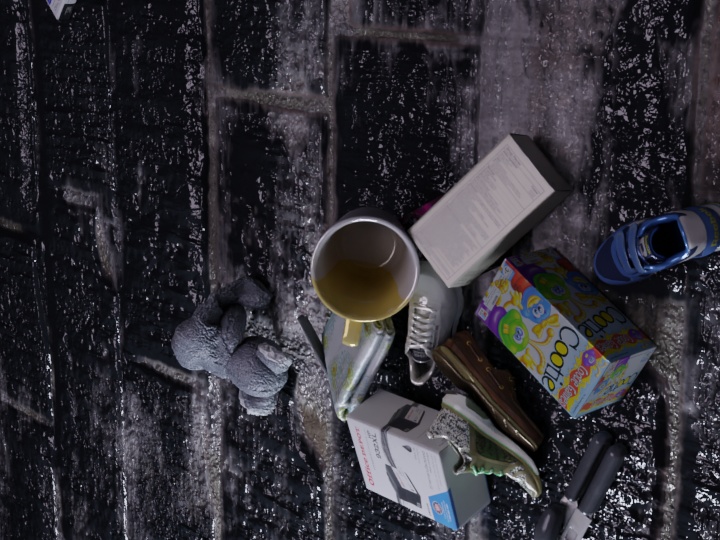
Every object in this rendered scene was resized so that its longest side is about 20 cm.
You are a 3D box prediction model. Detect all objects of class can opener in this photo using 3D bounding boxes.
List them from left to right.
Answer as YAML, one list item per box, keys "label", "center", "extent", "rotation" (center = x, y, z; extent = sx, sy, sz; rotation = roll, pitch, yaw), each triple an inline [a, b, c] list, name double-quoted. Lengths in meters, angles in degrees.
- label: "can opener"
  center: [0.291, 0.307, 1.602]
  extent: [0.053, 0.067, 0.200]
  rotation: [42, 128, 33]

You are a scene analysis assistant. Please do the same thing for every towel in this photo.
- label: "towel"
  center: [-0.008, 0.105, 1.849]
  extent: [0.171, 0.048, 0.200]
  rotation: [-99, 27, -49]

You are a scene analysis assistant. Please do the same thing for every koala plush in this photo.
- label: "koala plush"
  center: [-0.206, 0.147, 2.065]
  extent: [0.200, 0.184, 0.178]
  rotation: [42, 130, 19]

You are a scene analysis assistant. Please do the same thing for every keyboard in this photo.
- label: "keyboard"
  center: [-0.052, 0.163, 1.940]
  extent: [0.011, 0.056, 0.200]
  rotation: [-28, 92, 13]

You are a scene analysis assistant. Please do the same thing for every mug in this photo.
- label: "mug"
  center: [-0.003, -0.009, 1.694]
  extent: [0.149, 0.153, 0.187]
  rotation: [41, 104, -9]

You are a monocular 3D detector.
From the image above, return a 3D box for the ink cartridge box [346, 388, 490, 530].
- label: "ink cartridge box"
  center: [0.086, 0.281, 1.790]
  extent: [0.200, 0.084, 0.145]
  rotation: [16, 129, 46]

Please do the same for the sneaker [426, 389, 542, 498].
- label: "sneaker"
  center: [0.168, 0.260, 1.670]
  extent: [0.200, 0.089, 0.077]
  rotation: [44, 170, -6]

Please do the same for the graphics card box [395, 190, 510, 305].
- label: "graphics card box"
  center: [0.118, -0.036, 1.727]
  extent: [0.200, 0.051, 0.126]
  rotation: [-26, 79, 48]

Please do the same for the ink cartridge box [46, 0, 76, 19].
- label: "ink cartridge box"
  center: [-0.640, -0.623, 2.455]
  extent: [0.200, 0.037, 0.095]
  rotation: [57, 136, 19]

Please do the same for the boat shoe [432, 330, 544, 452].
- label: "boat shoe"
  center: [0.190, 0.167, 1.676]
  extent: [0.200, 0.068, 0.072]
  rotation: [47, 166, 10]

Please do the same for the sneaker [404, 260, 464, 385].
- label: "sneaker"
  center: [0.099, 0.076, 1.710]
  extent: [0.076, 0.081, 0.200]
  rotation: [17, 134, 27]

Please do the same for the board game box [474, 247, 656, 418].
- label: "board game box"
  center: [0.264, 0.077, 1.547]
  extent: [0.200, 0.105, 0.103]
  rotation: [48, 131, 29]

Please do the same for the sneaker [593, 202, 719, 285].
- label: "sneaker"
  center: [0.349, -0.030, 1.442]
  extent: [0.200, 0.082, 0.074]
  rotation: [-28, 79, 50]

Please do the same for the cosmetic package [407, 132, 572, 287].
- label: "cosmetic package"
  center: [0.170, -0.079, 1.589]
  extent: [0.200, 0.073, 0.104]
  rotation: [-42, 72, 24]
